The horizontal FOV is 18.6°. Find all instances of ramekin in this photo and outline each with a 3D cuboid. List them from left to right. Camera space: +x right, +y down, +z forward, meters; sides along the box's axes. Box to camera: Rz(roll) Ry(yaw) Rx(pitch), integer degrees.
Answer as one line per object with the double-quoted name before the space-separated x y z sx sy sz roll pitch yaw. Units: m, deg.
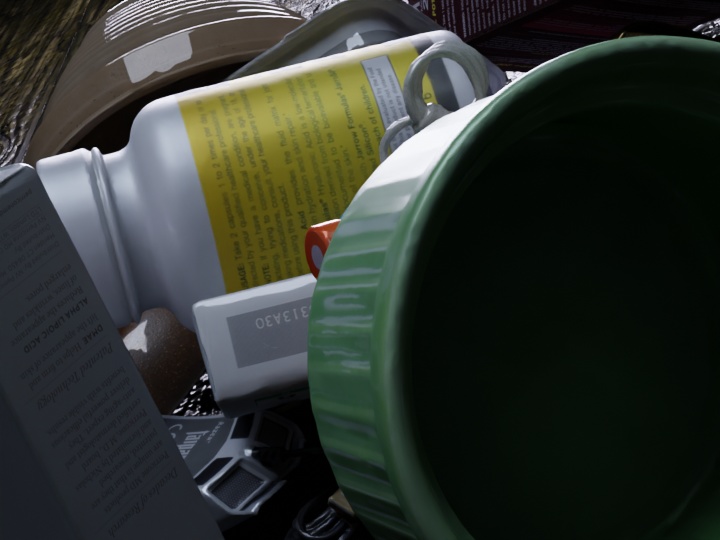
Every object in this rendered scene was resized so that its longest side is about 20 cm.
"ramekin" 0.080 0.028 0.718 0.200 0.200 0.098 -33 12 -20

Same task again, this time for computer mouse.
"computer mouse" -0.058 0.094 0.958 0.200 0.044 0.110 -6 31 33

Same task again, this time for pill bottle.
"pill bottle" -0.040 -0.034 0.991 0.199 0.112 0.111 -15 17 -7

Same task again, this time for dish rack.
"dish rack" -0.026 -0.058 1.171 0.200 0.044 0.172 -31 -27 20

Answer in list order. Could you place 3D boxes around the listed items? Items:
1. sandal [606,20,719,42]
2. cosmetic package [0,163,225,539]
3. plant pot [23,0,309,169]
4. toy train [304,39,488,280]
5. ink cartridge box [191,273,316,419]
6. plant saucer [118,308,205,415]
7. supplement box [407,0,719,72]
"sandal" 0.158 -0.105 1.104 0.200 0.054 0.080 -24 18 5
"cosmetic package" -0.139 0.066 0.884 0.102 0.200 0.074 -9 25 40
"plant pot" -0.096 -0.092 1.204 0.200 0.093 0.201 -19 -27 -10
"toy train" 0.066 0.013 0.830 0.150 0.200 0.056 -59 20 -16
"ink cartridge box" 0.015 0.029 0.963 0.161 0.050 0.200 -14 -11 -2
"plant saucer" -0.148 0.052 1.115 0.200 0.037 0.201 -35 24 18
"supplement box" 0.123 -0.155 1.156 0.109 0.061 0.200 1 -11 -33
